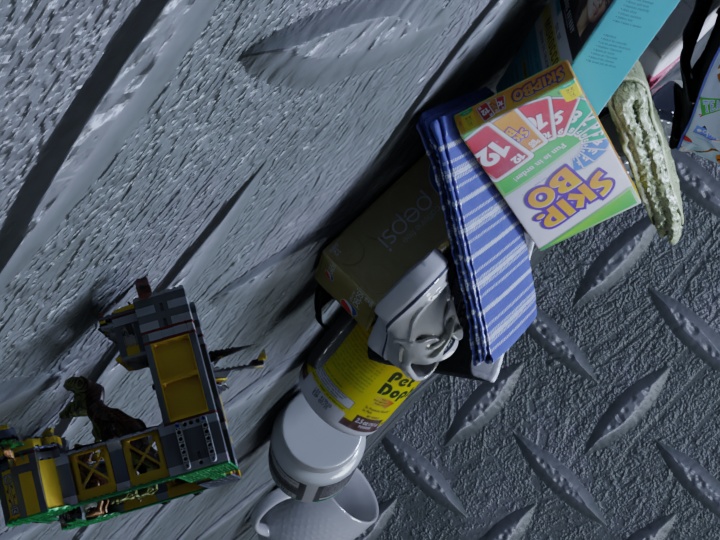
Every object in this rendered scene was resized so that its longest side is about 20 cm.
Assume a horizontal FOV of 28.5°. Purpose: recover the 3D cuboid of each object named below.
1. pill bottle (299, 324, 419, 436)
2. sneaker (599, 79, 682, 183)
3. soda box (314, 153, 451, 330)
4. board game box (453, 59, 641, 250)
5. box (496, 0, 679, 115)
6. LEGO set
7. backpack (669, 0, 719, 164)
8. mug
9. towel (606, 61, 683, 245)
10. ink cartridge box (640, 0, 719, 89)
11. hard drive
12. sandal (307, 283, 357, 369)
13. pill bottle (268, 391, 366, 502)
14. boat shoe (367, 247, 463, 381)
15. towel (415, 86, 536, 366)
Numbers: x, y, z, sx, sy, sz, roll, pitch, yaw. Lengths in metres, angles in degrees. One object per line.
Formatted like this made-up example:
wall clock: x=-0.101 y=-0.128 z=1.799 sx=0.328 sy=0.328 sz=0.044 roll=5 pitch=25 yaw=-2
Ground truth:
pill bottle: x=0.030 y=0.073 z=1.490 sx=0.200 sy=0.109 sz=0.109 roll=-51 pitch=170 yaw=27
sneaker: x=0.224 y=-0.114 z=1.384 sx=0.202 sy=0.077 sz=0.146 roll=-27 pitch=-175 yaw=-43
soda box: x=0.053 y=-0.046 z=1.200 sx=0.200 sy=0.068 sz=0.064 roll=-43 pitch=171 yaw=-22
board game box: x=0.155 y=-0.082 z=1.124 sx=0.095 sy=0.030 sz=0.200 roll=-26 pitch=146 yaw=13
box: x=0.171 y=-0.175 z=1.096 sx=0.200 sy=0.049 sz=0.083 roll=120 pitch=-29 yaw=-48
LEGO set: x=-0.139 y=0.075 z=0.817 sx=0.152 sy=0.117 sz=0.200 roll=-17 pitch=169 yaw=5
backpack: x=0.346 y=-0.174 z=1.205 sx=0.191 sy=0.153 sz=0.200 roll=-57 pitch=163 yaw=-9
mug: x=-0.096 y=0.400 z=2.331 sx=0.175 sy=0.148 sz=0.199 roll=-42 pitch=143 yaw=20
towel: x=0.235 y=-0.133 z=1.207 sx=0.036 sy=0.149 sz=0.201 roll=-19 pitch=134 yaw=14
ink cartridge box: x=0.322 y=-0.282 z=1.371 sx=0.200 sy=0.083 sz=0.147 roll=-46 pitch=171 yaw=-2
hard drive: x=0.077 y=0.023 z=1.286 sx=0.200 sy=0.033 sz=0.141 roll=3 pitch=-105 yaw=64
sandal: x=0.000 y=0.000 z=1.262 sx=0.201 sy=0.048 sz=0.075 roll=-57 pitch=174 yaw=-20
pill bottle: x=-0.052 y=0.207 z=1.690 sx=0.113 sy=0.113 sz=0.200 roll=-43 pitch=172 yaw=-17
boat shoe: x=0.050 y=0.044 z=1.145 sx=0.072 sy=0.066 sz=0.200 roll=-43 pitch=170 yaw=-21
towel: x=0.097 y=-0.039 z=1.128 sx=0.024 sy=0.202 sz=0.145 roll=-8 pitch=-168 yaw=26
